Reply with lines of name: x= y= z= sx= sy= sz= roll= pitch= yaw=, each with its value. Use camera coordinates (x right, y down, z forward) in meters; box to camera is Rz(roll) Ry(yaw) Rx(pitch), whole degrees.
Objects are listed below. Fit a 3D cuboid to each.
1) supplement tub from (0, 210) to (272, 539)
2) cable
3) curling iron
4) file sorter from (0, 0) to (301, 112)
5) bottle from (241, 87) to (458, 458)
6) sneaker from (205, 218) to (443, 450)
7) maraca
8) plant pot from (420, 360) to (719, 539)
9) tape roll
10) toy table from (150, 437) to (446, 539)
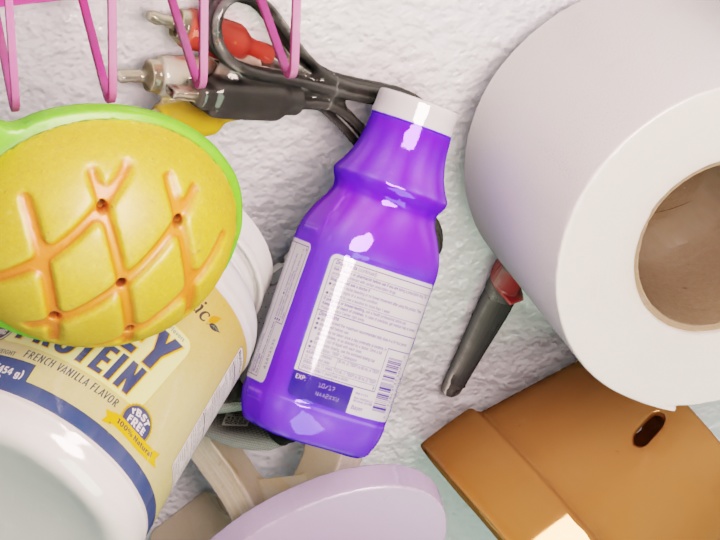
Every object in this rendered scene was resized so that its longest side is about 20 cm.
supplement tub: x=-0.143 y=0.050 z=1.409 sx=0.144 sy=0.200 sz=0.145 roll=19 pitch=144 yaw=14
cable: x=-0.039 y=-0.108 z=1.448 sx=0.200 sy=0.050 sz=0.097 roll=3 pitch=113 yaw=-36
curling iron: x=0.099 y=0.007 z=1.590 sx=0.049 sy=0.026 sz=0.200 roll=15 pitch=125 yaw=-25
file sorter: x=-0.134 y=-0.164 z=1.293 sx=0.199 sy=0.126 sz=0.139 roll=-8 pitch=133 yaw=-12
bottle: x=0.000 y=0.000 z=1.444 sx=0.083 sy=0.065 sz=0.201 roll=18 pitch=92 yaw=-33
sneaker: x=-0.030 y=0.046 z=1.521 sx=0.200 sy=0.116 sz=0.075 roll=-28 pitch=133 yaw=8
maraca: x=-0.151 y=-0.025 z=1.280 sx=0.199 sy=0.107 sz=0.137 roll=10 pitch=115 yaw=-30
plant pot: x=0.153 y=0.139 z=1.629 sx=0.140 sy=0.200 sz=0.200 roll=-42 pitch=132 yaw=-2
tape roll: x=0.175 y=-0.044 z=1.467 sx=0.202 sy=0.139 sz=0.203 roll=-10 pitch=122 yaw=-17
toy table: x=-0.046 y=0.155 z=1.614 sx=0.200 sy=0.117 sz=0.184 roll=-29 pitch=133 yaw=9
